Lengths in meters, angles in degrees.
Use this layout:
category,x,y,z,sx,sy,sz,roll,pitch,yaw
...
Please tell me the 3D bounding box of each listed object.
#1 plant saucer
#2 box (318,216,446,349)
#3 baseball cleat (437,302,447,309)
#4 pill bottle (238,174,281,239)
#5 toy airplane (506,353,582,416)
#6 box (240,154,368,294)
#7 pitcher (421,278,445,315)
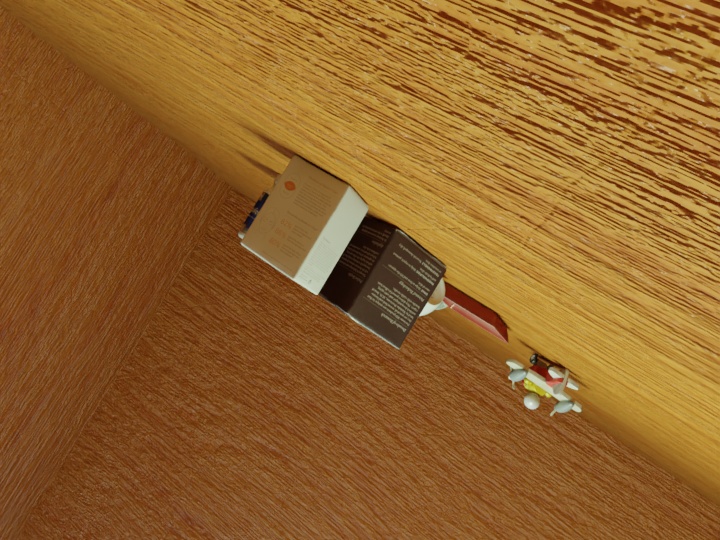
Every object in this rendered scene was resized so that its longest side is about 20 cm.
category,x,y,z,sx,sy,sz,roll,pitch,yaw
plant saucer,0.290,0.105,1.632,0.198,0.037,0.199,32,177,29
box,0.043,0.021,1.350,0.163,0.203,0.165,33,178,-31
baseball cleat,0.200,0.069,1.882,0.197,0.106,0.071,-3,116,44
pill bottle,-0.239,-0.151,1.730,0.114,0.203,0.116,31,176,2
toy airplane,0.504,0.321,1.741,0.198,0.143,0.199,32,177,36
box,-0.105,-0.087,1.213,0.151,0.203,0.106,31,176,28
pitcher,0.130,0.052,1.558,0.168,0.125,0.198,4,172,-38
